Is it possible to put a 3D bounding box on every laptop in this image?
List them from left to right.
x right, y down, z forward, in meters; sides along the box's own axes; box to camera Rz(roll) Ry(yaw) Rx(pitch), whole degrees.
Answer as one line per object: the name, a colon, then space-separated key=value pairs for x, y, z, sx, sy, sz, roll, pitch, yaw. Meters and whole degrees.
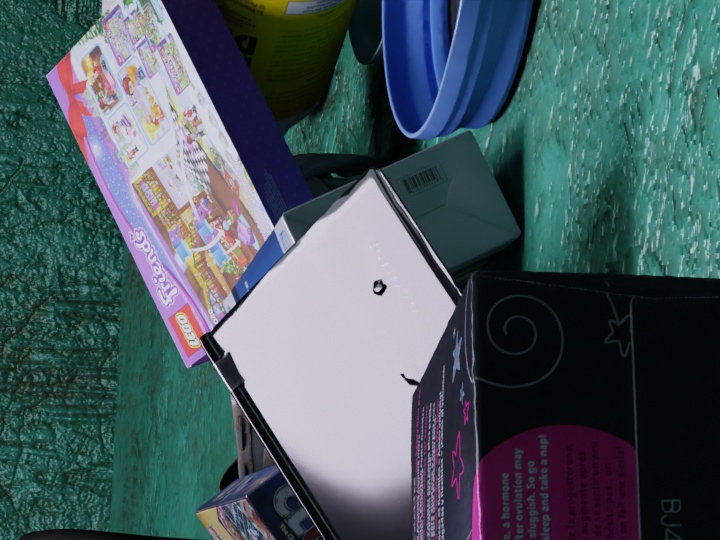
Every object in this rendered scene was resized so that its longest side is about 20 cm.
laptop: x=0.031 y=0.077 z=0.965 sx=0.188 sy=0.116 sz=0.200 roll=57 pitch=-173 yaw=12

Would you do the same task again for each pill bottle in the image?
pill bottle: x=-0.059 y=-0.160 z=1.341 sx=0.200 sy=0.109 sz=0.110 roll=110 pitch=160 yaw=-53

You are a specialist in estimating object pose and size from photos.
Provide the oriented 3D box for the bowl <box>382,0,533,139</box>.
bowl: x=0.049 y=-0.165 z=1.111 sx=0.201 sy=0.039 sz=0.202 roll=-177 pitch=90 yaw=-79

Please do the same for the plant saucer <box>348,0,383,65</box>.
plant saucer: x=0.021 y=-0.219 z=1.309 sx=0.200 sy=0.027 sz=0.201 roll=-176 pitch=90 yaw=-79

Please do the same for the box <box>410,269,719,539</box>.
box: x=0.084 y=0.113 z=0.603 sx=0.115 sy=0.131 sz=0.201 roll=113 pitch=158 yaw=-70

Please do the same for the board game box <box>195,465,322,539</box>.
board game box: x=-0.026 y=0.171 z=1.219 sx=0.136 sy=0.035 sz=0.200 roll=54 pitch=166 yaw=-1

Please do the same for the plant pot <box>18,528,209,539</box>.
plant pot: x=-0.112 y=0.261 z=1.473 sx=0.177 sy=0.199 sz=0.201 roll=144 pitch=130 yaw=-61

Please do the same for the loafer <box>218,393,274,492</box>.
loafer: x=-0.074 y=0.139 z=1.601 sx=0.200 sy=0.063 sz=0.072 roll=105 pitch=164 yaw=-46

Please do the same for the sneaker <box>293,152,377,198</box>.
sneaker: x=-0.034 y=-0.034 z=1.429 sx=0.200 sy=0.114 sz=0.076 roll=7 pitch=-94 yaw=-67

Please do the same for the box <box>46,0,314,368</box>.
box: x=-0.098 y=-0.060 z=1.295 sx=0.137 sy=0.039 sz=0.201 roll=-35 pitch=78 yaw=50

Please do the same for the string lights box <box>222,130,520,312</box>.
string lights box: x=0.000 y=0.000 z=1.122 sx=0.059 sy=0.102 sz=0.200 roll=63 pitch=165 yaw=7

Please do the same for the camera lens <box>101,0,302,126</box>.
camera lens: x=-0.105 y=-0.201 z=1.610 sx=0.160 sy=0.159 sz=0.201 roll=123 pitch=149 yaw=-69
